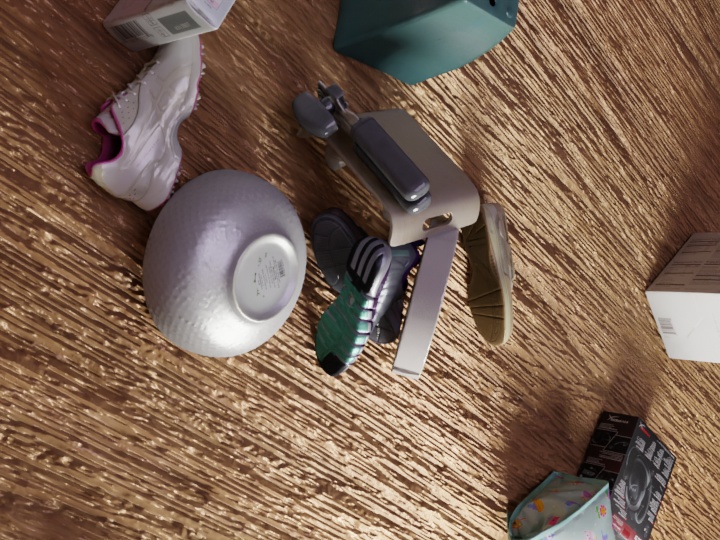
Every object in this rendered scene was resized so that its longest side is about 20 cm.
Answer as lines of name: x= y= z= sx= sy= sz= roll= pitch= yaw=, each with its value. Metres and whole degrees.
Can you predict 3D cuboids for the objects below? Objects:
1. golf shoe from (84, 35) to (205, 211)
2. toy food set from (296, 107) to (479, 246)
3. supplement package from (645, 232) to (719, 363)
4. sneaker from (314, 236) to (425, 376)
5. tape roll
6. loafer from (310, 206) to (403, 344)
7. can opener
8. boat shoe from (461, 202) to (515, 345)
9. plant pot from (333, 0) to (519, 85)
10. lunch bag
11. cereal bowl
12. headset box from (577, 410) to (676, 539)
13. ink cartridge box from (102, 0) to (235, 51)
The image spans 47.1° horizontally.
golf shoe: x=-0.216 y=-0.166 z=0.835 sx=0.091 sy=0.075 sz=0.202 roll=17 pitch=79 yaw=-35
toy food set: x=0.033 y=-0.115 z=0.981 sx=0.143 sy=0.200 sz=0.061 roll=-16 pitch=145 yaw=-37
supplement package: x=0.647 y=0.046 z=1.497 sx=0.200 sy=0.150 sz=0.153 roll=-40 pitch=114 yaw=-31
sneaker: x=0.014 y=0.046 z=0.970 sx=0.087 sy=0.075 sz=0.201 roll=-7 pitch=137 yaw=-36
tape roll: x=0.080 y=0.033 z=1.016 sx=0.037 sy=0.203 sz=0.205 roll=14 pitch=79 yaw=2
loafer: x=0.000 y=0.000 z=1.027 sx=0.201 sy=0.071 sz=0.063 roll=63 pitch=37 yaw=-29
can opener: x=-0.004 y=-0.133 z=0.911 sx=0.067 sy=0.200 sz=0.053 roll=-34 pitch=153 yaw=-9
boat shoe: x=0.193 y=0.004 z=1.176 sx=0.065 sy=0.072 sz=0.202 roll=-12 pitch=93 yaw=-37
plant pot: x=0.091 y=-0.330 z=1.000 sx=0.140 sy=0.199 sz=0.143 roll=14 pitch=81 yaw=-38
lunch bag: x=0.292 y=0.423 z=1.233 sx=0.199 sy=0.121 sz=0.172 roll=-24 pitch=107 yaw=-42
cereal bowl: x=-0.126 y=-0.001 z=0.872 sx=0.199 sy=0.083 sz=0.202 roll=-19 pitch=116 yaw=-45
headset box: x=0.434 y=0.361 z=1.376 sx=0.149 sy=0.077 sz=0.201 roll=41 pitch=67 yaw=-32
ink cartridge box: x=-0.154 y=-0.315 z=0.824 sx=0.057 sy=0.162 sz=0.201 roll=38 pitch=68 yaw=-38
